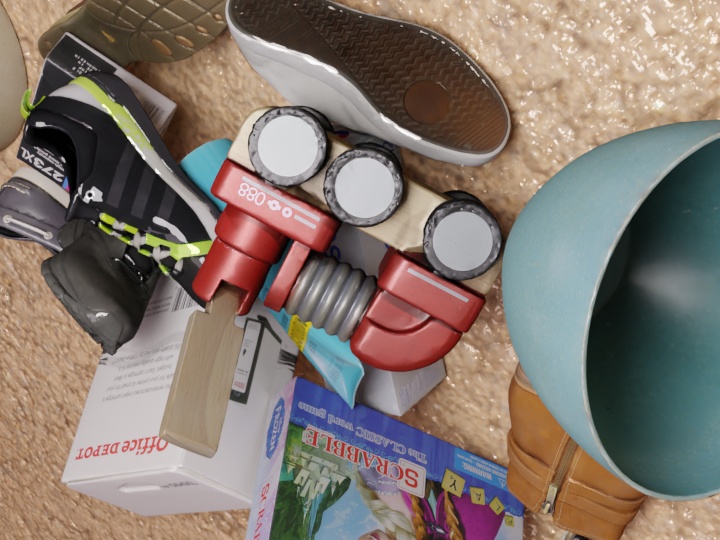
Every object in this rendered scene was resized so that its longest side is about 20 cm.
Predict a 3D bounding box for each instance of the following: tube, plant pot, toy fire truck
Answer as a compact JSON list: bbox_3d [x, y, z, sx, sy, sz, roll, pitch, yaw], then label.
[{"bbox_3d":[-0.055,0.001,0.833,0.200,0.050,0.077,55,167,15],"label":"tube"},{"bbox_3d":[0.155,0.008,0.675,0.135,0.200,0.200,26,133,55],"label":"plant pot"},{"bbox_3d":[-0.027,0.019,0.734,0.176,0.129,0.200,28,98,-3],"label":"toy fire truck"}]

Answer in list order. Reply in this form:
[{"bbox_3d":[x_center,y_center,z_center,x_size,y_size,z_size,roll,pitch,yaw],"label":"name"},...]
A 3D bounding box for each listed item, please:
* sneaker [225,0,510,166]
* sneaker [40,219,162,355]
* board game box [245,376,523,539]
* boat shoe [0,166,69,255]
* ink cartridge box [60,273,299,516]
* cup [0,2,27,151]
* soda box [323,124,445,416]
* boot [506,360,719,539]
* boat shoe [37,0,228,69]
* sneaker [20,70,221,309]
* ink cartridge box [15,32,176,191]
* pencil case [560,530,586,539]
[{"bbox_3d":[0.008,-0.123,0.798,0.200,0.073,0.085,31,165,11],"label":"sneaker"},{"bbox_3d":[-0.172,-0.012,0.879,0.091,0.200,0.076,-35,116,5],"label":"sneaker"},{"bbox_3d":[0.019,0.196,0.818,0.200,0.200,0.041,25,138,-21],"label":"board game box"},{"bbox_3d":[-0.227,0.001,1.021,0.200,0.063,0.073,42,150,-8],"label":"boat shoe"},{"bbox_3d":[-0.124,0.074,0.907,0.146,0.200,0.084,-14,144,43],"label":"ink cartridge box"},{"bbox_3d":[-0.405,-0.167,1.032,0.200,0.143,0.201,20,126,30],"label":"cup"},{"bbox_3d":[0.000,0.000,0.863,0.068,0.063,0.200,6,118,37],"label":"soda box"},{"bbox_3d":[0.177,0.126,0.787,0.200,0.077,0.155,26,128,27],"label":"boot"},{"bbox_3d":[-0.154,-0.188,0.866,0.200,0.068,0.072,-10,133,46],"label":"boat shoe"},{"bbox_3d":[-0.159,-0.041,0.821,0.200,0.083,0.072,54,150,5],"label":"sneaker"},{"bbox_3d":[-0.212,-0.098,0.947,0.095,0.037,0.200,33,151,-7],"label":"ink cartridge box"},{"bbox_3d":[0.206,0.266,0.848,0.200,0.078,0.090,32,151,21],"label":"pencil case"}]
